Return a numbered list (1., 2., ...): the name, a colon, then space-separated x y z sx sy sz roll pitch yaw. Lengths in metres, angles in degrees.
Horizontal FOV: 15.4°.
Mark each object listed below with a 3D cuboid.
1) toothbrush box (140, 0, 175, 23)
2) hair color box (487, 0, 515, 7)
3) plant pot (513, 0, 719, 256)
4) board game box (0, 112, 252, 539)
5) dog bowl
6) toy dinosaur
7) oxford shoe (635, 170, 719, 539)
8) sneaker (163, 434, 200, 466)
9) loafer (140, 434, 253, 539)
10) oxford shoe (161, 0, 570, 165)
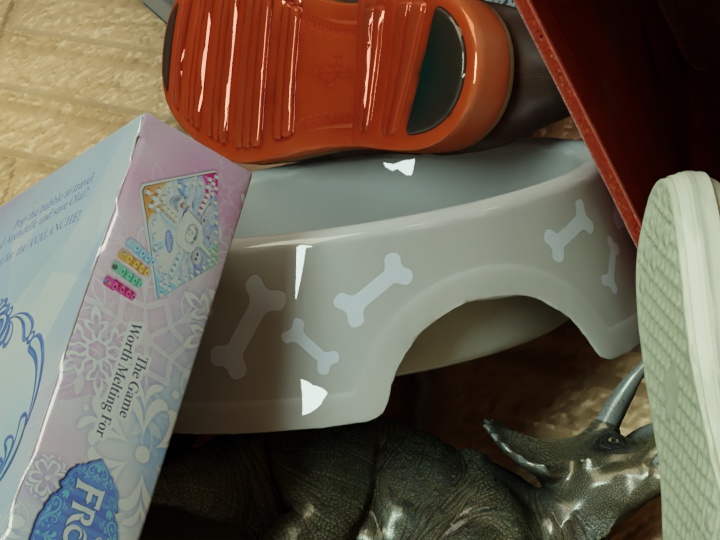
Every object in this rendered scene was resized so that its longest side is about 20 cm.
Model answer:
1. toothbrush box: -0.018 -0.189 1.172 0.200 0.085 0.146 -38 36 -7
2. hair color box: 0.030 -0.142 1.011 0.100 0.060 0.200 47 121 54
3. plant pot: 0.157 -0.109 0.879 0.200 0.200 0.176 -25 25 8
4. board game box: -0.123 0.074 0.788 0.200 0.043 0.200 -26 43 53
5. dog bowl: 0.000 0.000 0.879 0.199 0.059 0.200 -8 11 2
6. toy dinosaur: 0.005 0.081 0.826 0.199 0.077 0.102 4 46 2
7. oxford shoe: 0.118 0.062 0.768 0.058 0.075 0.201 3 63 -10
8. sneaker: -0.106 0.027 0.997 0.087 0.074 0.200 -38 24 27
9. loafer: -0.090 0.127 0.861 0.200 0.076 0.067 -39 34 -4
10. oxford shoe: 0.000 -0.068 0.943 0.200 0.072 0.071 15 99 51
